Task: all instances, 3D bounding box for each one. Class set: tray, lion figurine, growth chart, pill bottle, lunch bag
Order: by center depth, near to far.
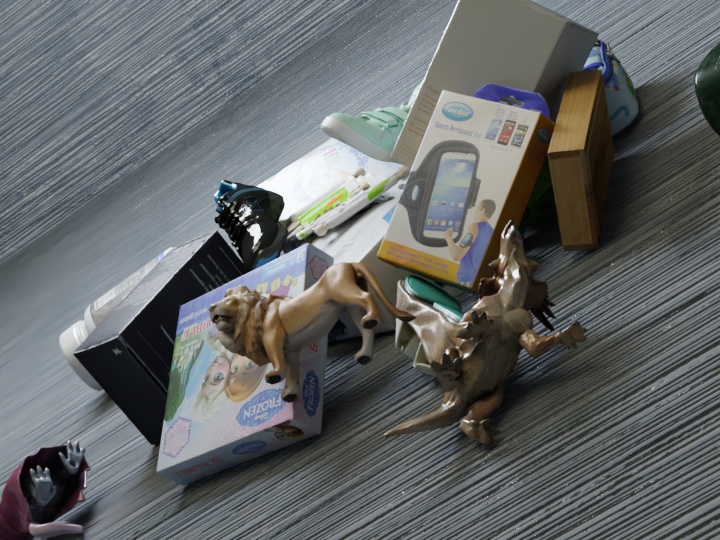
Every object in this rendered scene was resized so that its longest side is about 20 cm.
[{"bbox_3d":[-0.045,0.040,1.291,0.200,0.072,0.123,-24,50,16],"label":"lion figurine"},{"bbox_3d":[0.213,-0.109,1.327,0.037,0.099,0.200,-5,27,18],"label":"tray"},{"bbox_3d":[0.206,-0.165,1.541,0.200,0.083,0.161,-32,19,21],"label":"lunch bag"},{"bbox_3d":[-0.026,-0.076,1.598,0.145,0.018,0.200,-36,13,-10],"label":"growth chart"},{"bbox_3d":[-0.301,0.069,1.893,0.200,0.114,0.114,-36,16,6],"label":"pill bottle"}]

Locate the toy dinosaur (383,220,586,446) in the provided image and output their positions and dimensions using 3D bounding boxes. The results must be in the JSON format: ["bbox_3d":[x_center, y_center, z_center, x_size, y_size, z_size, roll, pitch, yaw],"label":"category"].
[{"bbox_3d":[0.101,0.066,1.127,0.200,0.086,0.136,-53,5,2],"label":"toy dinosaur"}]

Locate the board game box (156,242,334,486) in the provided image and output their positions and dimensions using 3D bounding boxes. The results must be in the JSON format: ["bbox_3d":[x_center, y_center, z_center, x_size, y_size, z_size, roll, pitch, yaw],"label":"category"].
[{"bbox_3d":[-0.116,0.096,1.406,0.200,0.041,0.200,-26,47,36],"label":"board game box"}]

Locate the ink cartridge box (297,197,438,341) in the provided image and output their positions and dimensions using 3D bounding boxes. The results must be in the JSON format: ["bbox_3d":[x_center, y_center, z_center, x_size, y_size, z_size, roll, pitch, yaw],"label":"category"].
[{"bbox_3d":[0.000,0.000,1.502,0.145,0.084,0.200,-46,18,-31],"label":"ink cartridge box"}]

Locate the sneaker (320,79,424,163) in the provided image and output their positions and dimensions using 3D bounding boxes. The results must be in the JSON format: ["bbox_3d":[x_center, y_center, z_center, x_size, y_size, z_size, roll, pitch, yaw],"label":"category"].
[{"bbox_3d":[0.043,-0.182,1.566,0.074,0.200,0.118,33,106,40],"label":"sneaker"}]

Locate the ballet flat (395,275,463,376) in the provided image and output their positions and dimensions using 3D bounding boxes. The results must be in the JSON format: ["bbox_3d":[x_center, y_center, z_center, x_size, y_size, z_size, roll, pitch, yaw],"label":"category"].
[{"bbox_3d":[0.062,0.055,1.266,0.067,0.068,0.200,-64,13,6],"label":"ballet flat"}]

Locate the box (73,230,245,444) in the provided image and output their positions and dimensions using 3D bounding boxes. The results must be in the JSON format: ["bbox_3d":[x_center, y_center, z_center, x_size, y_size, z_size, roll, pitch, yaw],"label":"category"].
[{"bbox_3d":[-0.203,0.077,1.602,0.104,0.148,0.200,-19,23,47],"label":"box"}]

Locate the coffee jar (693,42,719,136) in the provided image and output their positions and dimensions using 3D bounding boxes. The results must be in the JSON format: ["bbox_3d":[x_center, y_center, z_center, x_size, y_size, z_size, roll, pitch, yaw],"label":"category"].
[{"bbox_3d":[0.389,-0.179,1.179,0.200,0.085,0.104,-18,22,51],"label":"coffee jar"}]

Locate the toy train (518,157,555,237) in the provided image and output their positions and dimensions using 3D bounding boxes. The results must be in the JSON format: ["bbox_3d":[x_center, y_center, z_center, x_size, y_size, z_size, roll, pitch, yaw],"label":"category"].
[{"bbox_3d":[0.155,-0.058,1.388,0.200,0.042,0.056,-46,-15,-28],"label":"toy train"}]

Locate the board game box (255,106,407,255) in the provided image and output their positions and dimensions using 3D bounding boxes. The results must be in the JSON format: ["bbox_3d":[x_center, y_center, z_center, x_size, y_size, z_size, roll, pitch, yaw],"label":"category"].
[{"bbox_3d":[-0.017,-0.089,1.709,0.199,0.043,0.200,-32,40,1],"label":"board game box"}]

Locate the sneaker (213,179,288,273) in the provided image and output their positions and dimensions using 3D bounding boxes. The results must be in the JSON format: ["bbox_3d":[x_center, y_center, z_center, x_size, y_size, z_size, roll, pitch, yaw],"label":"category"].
[{"bbox_3d":[-0.133,-0.045,1.615,0.073,0.082,0.200,-62,16,17],"label":"sneaker"}]

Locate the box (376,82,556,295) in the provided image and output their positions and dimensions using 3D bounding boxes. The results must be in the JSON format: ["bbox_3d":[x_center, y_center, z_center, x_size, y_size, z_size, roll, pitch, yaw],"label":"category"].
[{"bbox_3d":[0.104,-0.085,1.320,0.119,0.041,0.200,19,88,38],"label":"box"}]

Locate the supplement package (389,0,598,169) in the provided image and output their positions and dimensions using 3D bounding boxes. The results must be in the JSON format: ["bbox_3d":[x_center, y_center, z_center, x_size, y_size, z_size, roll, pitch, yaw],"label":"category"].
[{"bbox_3d":[0.137,-0.178,1.420,0.117,0.117,0.200,-4,-58,-63],"label":"supplement package"}]

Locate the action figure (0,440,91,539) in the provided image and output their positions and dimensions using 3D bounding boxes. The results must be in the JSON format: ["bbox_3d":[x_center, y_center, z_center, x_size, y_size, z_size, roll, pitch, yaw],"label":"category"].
[{"bbox_3d":[-0.378,0.279,1.564,0.200,0.134,0.149,-43,55,26],"label":"action figure"}]
